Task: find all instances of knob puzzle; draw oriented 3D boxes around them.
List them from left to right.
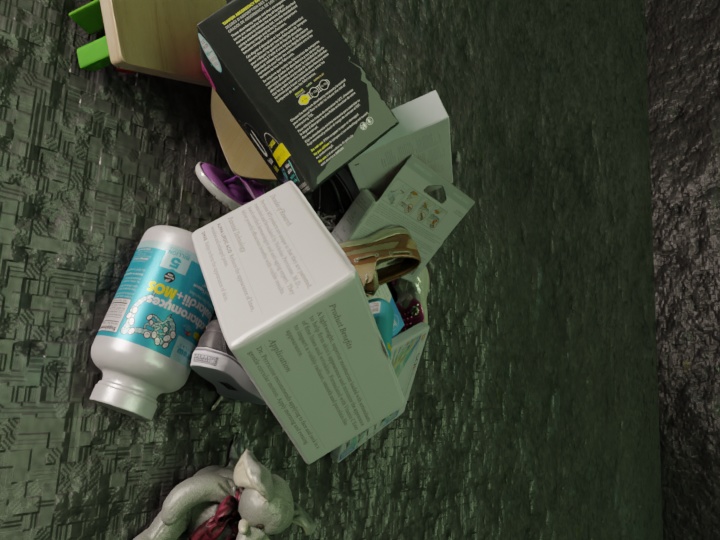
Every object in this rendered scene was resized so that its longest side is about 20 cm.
[{"bbox_3d":[-0.115,-0.211,0.758,0.215,0.030,0.226,-3,96,-28],"label":"knob puzzle"}]

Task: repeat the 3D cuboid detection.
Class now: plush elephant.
[{"bbox_3d":[-0.144,0.301,0.686,0.165,0.153,0.202,50,53,-32],"label":"plush elephant"}]

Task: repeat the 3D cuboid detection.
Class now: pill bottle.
[{"bbox_3d":[-0.231,0.061,0.649,0.110,0.109,0.204,36,61,-39],"label":"pill bottle"}]

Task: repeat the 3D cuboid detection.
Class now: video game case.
[{"bbox_3d":[0.035,0.193,0.924,0.198,0.022,0.186,-19,129,-51],"label":"video game case"}]

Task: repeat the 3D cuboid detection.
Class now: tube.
[{"bbox_3d":[0.016,0.099,0.755,0.050,0.078,0.201,36,21,-8],"label":"tube"}]

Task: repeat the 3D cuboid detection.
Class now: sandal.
[{"bbox_3d":[-0.142,-0.100,0.786,0.050,0.083,0.202,-45,137,9],"label":"sandal"}]

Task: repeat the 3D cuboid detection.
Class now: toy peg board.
[{"bbox_3d":[-0.260,-0.327,0.690,0.198,0.096,0.205,-18,101,-63],"label":"toy peg board"}]

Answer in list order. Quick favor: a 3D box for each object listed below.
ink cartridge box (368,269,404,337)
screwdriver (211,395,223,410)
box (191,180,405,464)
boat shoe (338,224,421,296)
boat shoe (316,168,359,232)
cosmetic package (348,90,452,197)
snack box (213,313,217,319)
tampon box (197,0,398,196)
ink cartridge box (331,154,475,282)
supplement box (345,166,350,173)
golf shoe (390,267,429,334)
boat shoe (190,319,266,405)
[{"bbox_3d":[-0.029,0.102,0.871,0.200,0.066,0.117,-45,123,-29],"label":"ink cartridge box"},{"bbox_3d":[-0.146,0.111,0.799,0.028,0.029,0.202,53,50,-30],"label":"screwdriver"},{"bbox_3d":[-0.066,0.051,0.610,0.129,0.201,0.201,-28,130,-8],"label":"box"},{"bbox_3d":[0.000,0.000,0.822,0.197,0.072,0.077,-26,142,-13],"label":"boat shoe"},{"bbox_3d":[-0.038,-0.075,0.910,0.068,0.073,0.203,-39,130,-36],"label":"boat shoe"},{"bbox_3d":[0.059,-0.164,0.846,0.200,0.148,0.053,59,8,-70],"label":"cosmetic package"},{"bbox_3d":[-0.091,0.100,0.773,0.115,0.037,0.201,-37,104,5],"label":"snack box"},{"bbox_3d":[-0.078,-0.202,0.654,0.125,0.150,0.202,-38,99,-11],"label":"tampon box"},{"bbox_3d":[0.070,-0.082,0.893,0.198,0.044,0.175,22,110,-48],"label":"ink cartridge box"},{"bbox_3d":[-0.006,-0.212,0.919,0.197,0.124,0.076,10,80,-46],"label":"supplement box"},{"bbox_3d":[0.103,0.052,1.052,0.091,0.074,0.206,-5,90,-51],"label":"golf shoe"},{"bbox_3d":[-0.153,0.115,0.703,0.201,0.068,0.068,71,29,-62],"label":"boat shoe"}]
